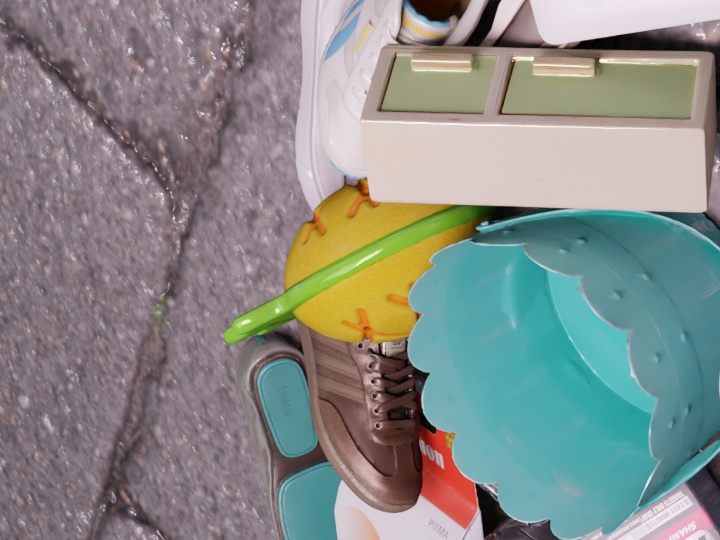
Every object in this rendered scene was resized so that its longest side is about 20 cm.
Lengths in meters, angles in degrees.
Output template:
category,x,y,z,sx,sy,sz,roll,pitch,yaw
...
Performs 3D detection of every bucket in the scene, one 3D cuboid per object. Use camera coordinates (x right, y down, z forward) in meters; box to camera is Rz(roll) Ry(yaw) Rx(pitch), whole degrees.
category,x,y,z,sx,sy,sz,roll,pitch,yaw
bucket,0.144,0.048,1.473,0.207,0.135,0.207,28,134,34

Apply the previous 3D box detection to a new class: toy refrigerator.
category,x,y,z,sx,sy,sz,roll,pitch,yaw
toy refrigerator,0.106,-0.086,1.393,0.200,0.076,0.070,2,132,13

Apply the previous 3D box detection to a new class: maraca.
category,x,y,z,sx,sy,sz,roll,pitch,yaw
maraca,0.000,0.000,1.557,0.200,0.137,0.107,-28,81,24

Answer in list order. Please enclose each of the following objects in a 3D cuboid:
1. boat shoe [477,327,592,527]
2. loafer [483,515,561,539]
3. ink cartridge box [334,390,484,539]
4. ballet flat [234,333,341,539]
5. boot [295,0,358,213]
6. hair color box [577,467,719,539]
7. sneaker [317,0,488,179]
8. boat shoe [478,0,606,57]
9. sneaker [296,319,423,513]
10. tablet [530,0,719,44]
category,x,y,z,sx,sy,sz,roll,pitch,yaw
boat shoe,0.090,0.074,1.585,0.200,0.091,0.071,51,142,10
loafer,0.169,0.225,1.614,0.200,0.072,0.073,24,129,35
ink cartridge box,0.032,0.177,1.716,0.162,0.050,0.200,33,140,55
ballet flat,-0.050,0.139,1.822,0.064,0.067,0.200,-137,32,-65
boot,0.011,-0.103,1.567,0.096,0.074,0.200,27,132,44
hair color box,0.228,0.233,1.526,0.099,0.061,0.200,-36,84,19
sneaker,0.026,-0.142,1.462,0.076,0.081,0.200,20,113,-9
boat shoe,0.102,-0.117,1.464,0.060,0.072,0.200,49,136,17
sneaker,0.005,0.068,1.656,0.076,0.070,0.200,-42,61,47
tablet,0.174,-0.201,1.328,0.200,0.014,0.130,-6,107,33
